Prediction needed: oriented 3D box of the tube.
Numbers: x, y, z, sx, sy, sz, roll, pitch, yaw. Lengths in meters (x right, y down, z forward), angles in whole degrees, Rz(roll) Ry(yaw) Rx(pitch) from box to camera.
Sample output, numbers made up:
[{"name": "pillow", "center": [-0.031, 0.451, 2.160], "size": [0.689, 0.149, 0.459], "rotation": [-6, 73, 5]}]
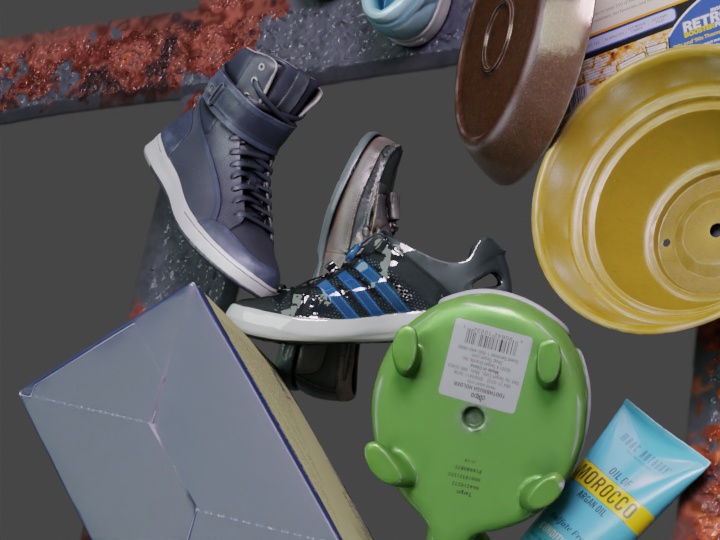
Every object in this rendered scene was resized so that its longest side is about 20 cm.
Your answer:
[{"name": "tube", "center": [0.133, 0.178, 1.167], "size": [0.200, 0.050, 0.077], "rotation": [-49, 54, -2]}]

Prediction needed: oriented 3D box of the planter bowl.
[{"name": "planter bowl", "center": [0.218, -0.040, 1.184], "size": [0.200, 0.083, 0.201], "rotation": [-15, 61, 29]}]

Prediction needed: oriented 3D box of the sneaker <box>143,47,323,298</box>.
[{"name": "sneaker", "center": [-0.080, -0.084, 1.417], "size": [0.146, 0.077, 0.202], "rotation": [-44, 50, 13]}]

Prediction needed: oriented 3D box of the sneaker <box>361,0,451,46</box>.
[{"name": "sneaker", "center": [0.042, -0.275, 1.391], "size": [0.074, 0.082, 0.201], "rotation": [4, 88, 24]}]

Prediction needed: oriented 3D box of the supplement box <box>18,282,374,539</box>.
[{"name": "supplement box", "center": [-0.091, 0.149, 1.189], "size": [0.134, 0.200, 0.200], "rotation": [-31, 68, 1]}]

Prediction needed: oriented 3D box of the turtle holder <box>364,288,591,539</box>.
[{"name": "turtle holder", "center": [0.086, 0.104, 1.177], "size": [0.141, 0.132, 0.186], "rotation": [-15, 93, 14]}]

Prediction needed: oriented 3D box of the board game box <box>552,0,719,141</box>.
[{"name": "board game box", "center": [0.199, -0.196, 1.296], "size": [0.151, 0.046, 0.201], "rotation": [-18, 59, 28]}]

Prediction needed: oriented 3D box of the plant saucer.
[{"name": "plant saucer", "center": [0.109, -0.160, 1.275], "size": [0.200, 0.034, 0.201], "rotation": [-168, 90, -75]}]

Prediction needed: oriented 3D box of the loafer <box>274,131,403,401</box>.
[{"name": "loafer", "center": [0.000, 0.000, 1.338], "size": [0.063, 0.072, 0.201], "rotation": [19, 86, 19]}]

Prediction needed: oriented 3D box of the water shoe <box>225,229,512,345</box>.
[{"name": "water shoe", "center": [0.005, 0.012, 1.273], "size": [0.199, 0.072, 0.079], "rotation": [-1, 87, -2]}]
